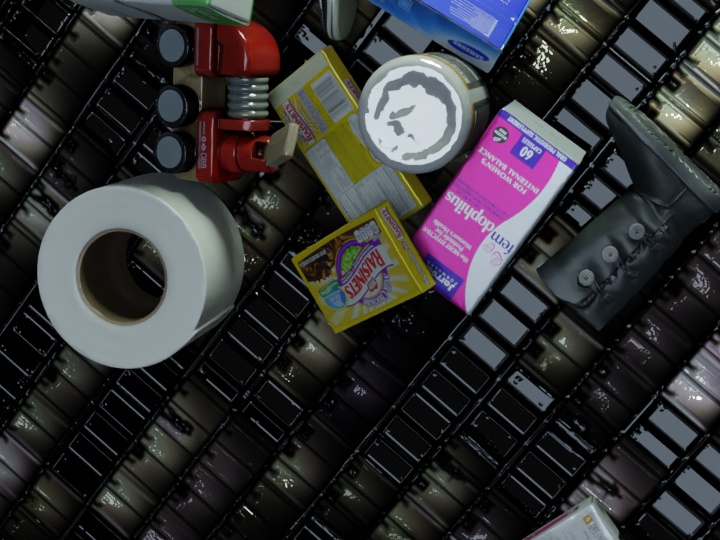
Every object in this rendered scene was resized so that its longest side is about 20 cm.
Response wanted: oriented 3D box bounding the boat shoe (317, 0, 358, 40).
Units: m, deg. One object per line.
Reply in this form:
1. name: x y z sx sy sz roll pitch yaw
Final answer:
1. boat shoe: -0.043 -0.347 1.507 0.062 0.075 0.203 -6 93 19

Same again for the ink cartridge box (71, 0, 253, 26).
1. ink cartridge box: -0.205 -0.341 1.465 0.198 0.084 0.148 9 90 30

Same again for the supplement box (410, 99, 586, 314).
1. supplement box: 0.140 -0.068 1.496 0.101 0.103 0.201 35 108 4

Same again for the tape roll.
1. tape roll: -0.245 -0.003 1.579 0.200 0.139 0.205 2 101 12

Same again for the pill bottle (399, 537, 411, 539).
1. pill bottle: -0.018 0.383 1.609 0.198 0.112 0.113 -26 93 17

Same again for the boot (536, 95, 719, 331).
1. boot: 0.263 -0.059 1.492 0.165 0.066 0.200 46 111 4

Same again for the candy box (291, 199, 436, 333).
1. candy box: 0.000 0.000 1.518 0.103 0.026 0.200 57 148 -2

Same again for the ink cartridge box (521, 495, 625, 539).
1. ink cartridge box: 0.210 0.348 1.588 0.199 0.037 0.095 -36 91 14

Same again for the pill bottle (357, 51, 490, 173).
1. pill bottle: 0.072 -0.166 1.442 0.115 0.200 0.118 2 100 13

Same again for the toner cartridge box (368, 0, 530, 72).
1. toner cartridge box: 0.073 -0.298 1.462 0.199 0.095 0.043 32 148 0

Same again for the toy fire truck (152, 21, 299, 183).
1. toy fire truck: -0.124 -0.178 1.499 0.198 0.128 0.178 9 101 28

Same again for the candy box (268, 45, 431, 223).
1. candy box: -0.013 -0.135 1.535 0.102 0.026 0.201 -32 91 43
